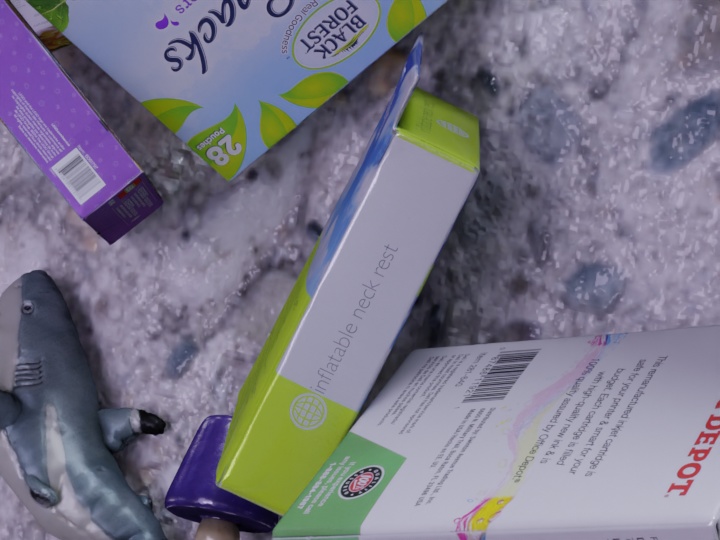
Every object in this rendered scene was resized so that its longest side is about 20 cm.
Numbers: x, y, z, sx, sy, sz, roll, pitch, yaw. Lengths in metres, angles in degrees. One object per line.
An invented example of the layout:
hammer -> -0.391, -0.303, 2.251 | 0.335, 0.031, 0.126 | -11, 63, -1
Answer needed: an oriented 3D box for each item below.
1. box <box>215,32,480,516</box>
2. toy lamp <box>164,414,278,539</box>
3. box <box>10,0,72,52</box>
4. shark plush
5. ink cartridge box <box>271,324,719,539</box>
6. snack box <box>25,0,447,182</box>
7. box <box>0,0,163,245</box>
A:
box -> 0.000, 0.000, 0.976 | 0.048, 0.122, 0.200 | 26, 104, -5
toy lamp -> -0.078, 0.168, 1.033 | 0.058, 0.058, 0.201 | 0, 69, 33
box -> -0.128, -0.148, 1.117 | 0.200, 0.039, 0.042 | -16, 80, 32
shark plush -> -0.137, 0.090, 1.095 | 0.083, 0.091, 0.200 | -39, 58, -8
ink cartridge box -> 0.088, 0.095, 0.886 | 0.199, 0.145, 0.084 | -6, 117, 33
snack box -> -0.047, -0.163, 0.994 | 0.200, 0.169, 0.068 | -36, 24, 27
box -> -0.174, -0.105, 1.051 | 0.039, 0.137, 0.200 | -39, 88, -4
